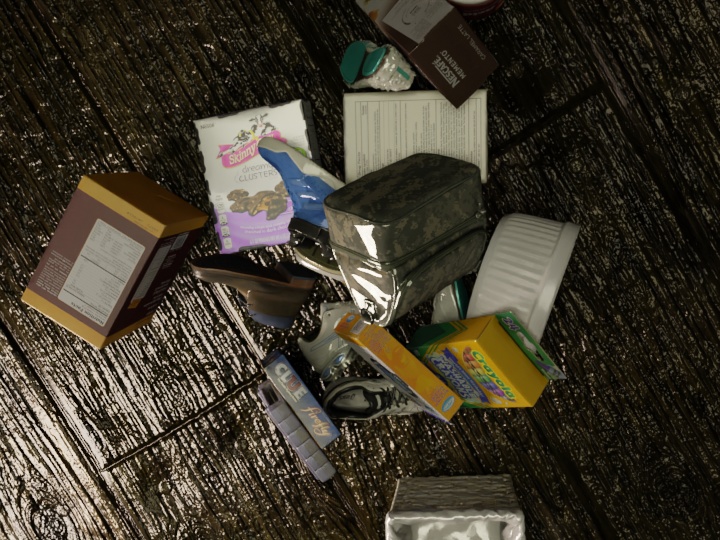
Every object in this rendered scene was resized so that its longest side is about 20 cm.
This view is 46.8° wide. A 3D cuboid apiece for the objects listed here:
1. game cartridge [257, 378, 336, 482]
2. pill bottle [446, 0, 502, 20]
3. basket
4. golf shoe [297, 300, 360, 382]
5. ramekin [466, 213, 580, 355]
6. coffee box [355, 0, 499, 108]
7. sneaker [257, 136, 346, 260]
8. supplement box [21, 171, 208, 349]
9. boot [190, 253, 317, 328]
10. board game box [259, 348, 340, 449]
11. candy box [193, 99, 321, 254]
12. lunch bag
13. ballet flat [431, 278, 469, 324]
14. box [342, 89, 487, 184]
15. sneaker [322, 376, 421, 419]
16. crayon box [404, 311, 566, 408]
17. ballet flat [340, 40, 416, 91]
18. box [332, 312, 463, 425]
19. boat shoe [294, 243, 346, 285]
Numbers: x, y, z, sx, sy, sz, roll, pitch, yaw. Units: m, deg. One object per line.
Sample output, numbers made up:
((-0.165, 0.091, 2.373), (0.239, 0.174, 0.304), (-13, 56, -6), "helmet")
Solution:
((-0.096, 0.230, 1.211), (0.038, 0.200, 0.130), (-33, 98, -9), "game cartridge")
((0.145, -0.393, 1.094), (0.113, 0.200, 0.115), (1, 99, 7), "pill bottle")
((0.145, 0.422, 1.232), (0.196, 0.161, 0.202), (-4, 97, 8), "basket")
((-0.015, 0.070, 1.248), (0.097, 0.078, 0.200), (43, 99, 6), "golf shoe")
((0.221, 0.016, 1.151), (0.104, 0.200, 0.202), (20, 100, 14), "ramekin")
((0.084, -0.316, 1.101), (0.080, 0.200, 0.114), (-44, 129, 11), "coffee box")
((-0.084, -0.093, 1.138), (0.199, 0.077, 0.112), (35, 91, 13), "sneaker")
((-0.350, -0.022, 1.210), (0.132, 0.197, 0.201), (31, 100, 2), "supplement box")
((-0.163, 0.036, 1.224), (0.199, 0.075, 0.098), (8, 111, -31), "boot")
((-0.091, 0.180, 1.207), (0.035, 0.200, 0.136), (-36, 93, -8), "board game box")
((-0.141, -0.138, 1.231), (0.166, 0.072, 0.202), (-10, 98, 8), "candy box")
((0.067, -0.039, 1.067), (0.139, 0.199, 0.169), (24, 133, 43), "lunch bag")
((0.141, 0.087, 1.227), (0.069, 0.070, 0.201), (-20, 107, 9), "ballet flat")
((0.080, -0.187, 1.178), (0.198, 0.109, 0.129), (0, 99, 7), "box")
((0.039, 0.193, 1.250), (0.198, 0.088, 0.076), (-12, 95, 7), "sneaker")
((0.163, 0.126, 1.126), (0.126, 0.200, 0.052), (48, 60, -15), "crayon box")
((0.024, -0.272, 1.142), (0.071, 0.200, 0.072), (-5, 109, -14), "ballet flat")
((0.058, 0.139, 1.157), (0.200, 0.119, 0.042), (41, 80, -15), "box")
((0.000, 0.000, 1.183), (0.198, 0.075, 0.069), (16, 143, 9), "boat shoe")
